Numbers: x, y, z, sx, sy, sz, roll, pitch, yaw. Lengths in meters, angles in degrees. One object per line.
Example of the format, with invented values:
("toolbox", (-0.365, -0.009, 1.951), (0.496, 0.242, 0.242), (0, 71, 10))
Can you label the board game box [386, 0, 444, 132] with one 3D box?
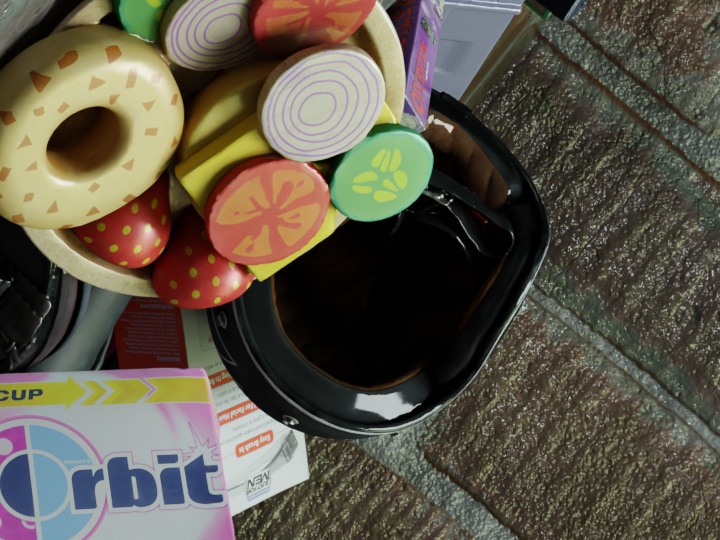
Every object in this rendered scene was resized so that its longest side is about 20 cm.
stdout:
("board game box", (-0.011, -0.117, 1.203), (0.120, 0.032, 0.200), (-20, -150, 19))

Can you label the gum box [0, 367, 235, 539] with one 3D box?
("gum box", (-0.160, 0.115, 1.046), (0.199, 0.114, 0.066), (-1, 152, -20))

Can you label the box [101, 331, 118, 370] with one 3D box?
("box", (-0.166, 0.095, 1.447), (0.200, 0.132, 0.115), (-50, 177, -16))

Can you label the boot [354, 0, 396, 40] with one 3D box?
("boot", (-0.003, -0.155, 1.085), (0.182, 0.073, 0.200), (-38, -179, 44))

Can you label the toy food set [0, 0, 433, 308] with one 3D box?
("toy food set", (-0.066, -0.064, 0.953), (0.198, 0.049, 0.200), (-34, 134, 3))

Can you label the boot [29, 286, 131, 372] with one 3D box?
("boot", (-0.143, -0.014, 1.141), (0.198, 0.073, 0.162), (-57, -179, -24))

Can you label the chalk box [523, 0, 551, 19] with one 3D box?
("chalk box", (0.130, -0.273, 1.502), (0.200, 0.124, 0.125), (-49, 177, -14))

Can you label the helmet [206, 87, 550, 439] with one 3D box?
("helmet", (0.000, 0.000, 1.253), (0.191, 0.200, 0.200), (-49, 178, 27))

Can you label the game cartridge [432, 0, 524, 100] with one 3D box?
("game cartridge", (0.028, -0.160, 1.468), (0.129, 0.038, 0.200), (-1, 151, -22))

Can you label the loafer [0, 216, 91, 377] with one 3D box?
("loafer", (-0.192, 0.031, 1.051), (0.063, 0.072, 0.200), (-42, 174, -40))

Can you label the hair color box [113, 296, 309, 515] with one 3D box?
("hair color box", (-0.097, 0.051, 1.334), (0.064, 0.201, 0.111), (0, -168, 35))

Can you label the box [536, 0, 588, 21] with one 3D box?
("box", (0.144, -0.286, 1.349), (0.200, 0.148, 0.104), (-50, 176, -28))
